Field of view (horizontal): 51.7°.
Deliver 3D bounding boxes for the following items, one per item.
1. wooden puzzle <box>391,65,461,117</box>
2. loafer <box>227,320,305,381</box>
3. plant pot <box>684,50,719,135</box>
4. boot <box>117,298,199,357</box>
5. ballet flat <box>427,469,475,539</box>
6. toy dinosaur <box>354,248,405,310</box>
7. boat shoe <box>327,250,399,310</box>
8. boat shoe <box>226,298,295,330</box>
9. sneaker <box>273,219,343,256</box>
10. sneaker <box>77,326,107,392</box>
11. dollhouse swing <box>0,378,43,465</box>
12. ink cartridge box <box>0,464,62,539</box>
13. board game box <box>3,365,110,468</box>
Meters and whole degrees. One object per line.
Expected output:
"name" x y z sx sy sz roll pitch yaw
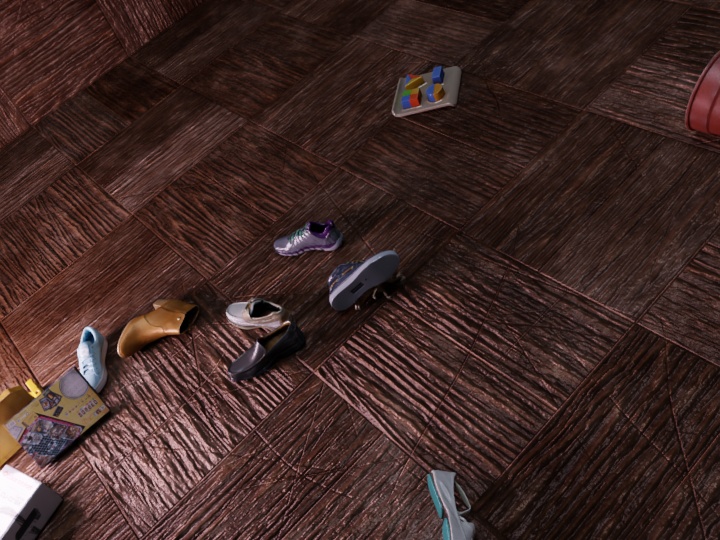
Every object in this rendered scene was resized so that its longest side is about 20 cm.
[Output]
"wooden puzzle" 0.197 -0.547 2.229 0.196 0.047 0.187 -5 47 21
"loafer" -0.227 0.182 1.721 0.198 0.073 0.073 -34 45 -7
"plant pot" 0.868 -0.369 1.655 0.200 0.202 0.195 -41 54 -16
"boot" -0.511 0.149 1.885 0.142 0.071 0.202 8 48 34
"ballet flat" 0.168 0.438 1.308 0.068 0.070 0.202 -19 43 6
"toy dinosaur" 0.053 0.009 1.765 0.100 0.059 0.201 15 57 36
"boat shoe" 0.000 0.000 1.732 0.199 0.071 0.092 -37 38 16
"boat shoe" -0.251 0.100 1.812 0.197 0.069 0.075 4 50 28
"sneaker" -0.144 -0.096 1.933 0.196 0.088 0.075 -7 46 19
"sneaker" -0.694 0.228 1.890 0.073 0.083 0.202 -24 44 3
"dollhouse swing" -0.876 0.344 1.799 0.200 0.177 0.181 -45 47 -18
"ink cartridge box" -0.776 0.548 1.626 0.142 0.084 0.202 9 53 32
"board game box" -0.714 0.345 1.755 0.199 0.136 0.035 -40 12 -16
